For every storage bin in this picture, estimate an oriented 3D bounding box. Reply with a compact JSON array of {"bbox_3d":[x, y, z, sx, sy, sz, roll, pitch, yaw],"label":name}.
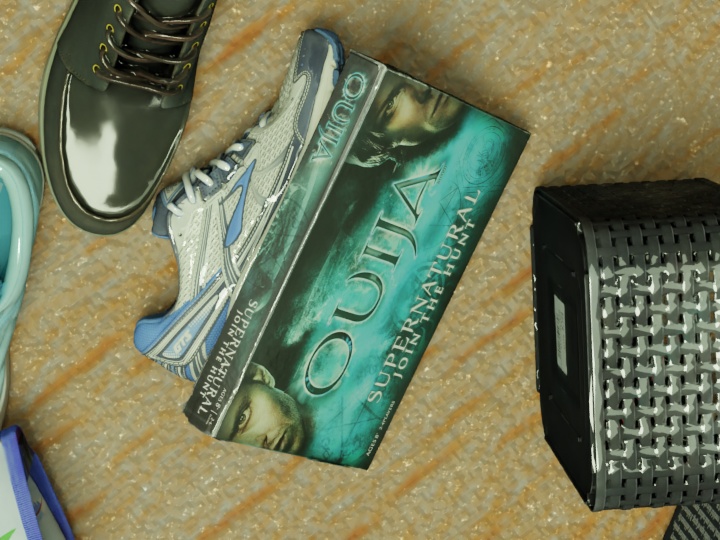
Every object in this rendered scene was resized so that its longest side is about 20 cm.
[{"bbox_3d":[0.142,0.031,1.054,0.093,0.200,0.136,-4,98,-3],"label":"storage bin"}]

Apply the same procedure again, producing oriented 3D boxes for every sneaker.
[{"bbox_3d":[-0.064,-0.034,1.103,0.085,0.077,0.201,20,94,2],"label":"sneaker"},{"bbox_3d":[-0.111,-0.111,1.066,0.074,0.106,0.201,10,97,-16],"label":"sneaker"},{"bbox_3d":[-0.211,0.026,1.098,0.073,0.082,0.201,10,97,-3],"label":"sneaker"}]

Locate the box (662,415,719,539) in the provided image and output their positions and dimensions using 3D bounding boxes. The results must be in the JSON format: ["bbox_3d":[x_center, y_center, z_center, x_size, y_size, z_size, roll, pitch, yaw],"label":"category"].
[{"bbox_3d":[0.262,0.173,1.120,0.199,0.124,0.197,22,98,-5],"label":"box"}]

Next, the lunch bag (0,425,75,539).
[{"bbox_3d":[-0.219,0.194,1.096,0.169,0.124,0.201,-18,101,0],"label":"lunch bag"}]

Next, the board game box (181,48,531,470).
[{"bbox_3d":[0.000,0.000,1.088,0.028,0.135,0.201,29,97,37],"label":"board game box"}]
